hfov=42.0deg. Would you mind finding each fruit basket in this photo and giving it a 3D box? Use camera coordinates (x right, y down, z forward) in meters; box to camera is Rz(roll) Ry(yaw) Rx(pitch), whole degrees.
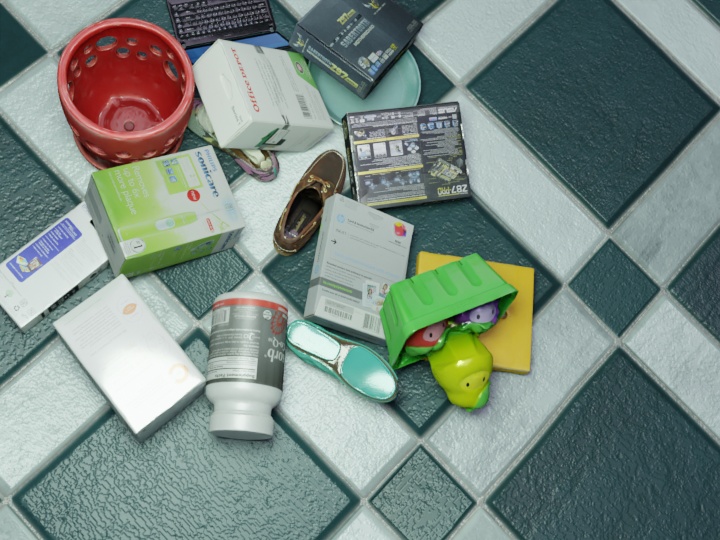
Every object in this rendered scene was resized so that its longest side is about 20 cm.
[{"bbox_3d":[0.144,0.105,1.417,0.212,0.156,0.218,5,60,-9],"label":"fruit basket"}]

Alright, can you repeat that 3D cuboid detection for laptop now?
[{"bbox_3d":[-0.224,-0.429,1.561,0.175,0.103,0.203,-14,83,-15],"label":"laptop"}]

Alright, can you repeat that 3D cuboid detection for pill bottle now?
[{"bbox_3d":[-0.169,0.142,1.385,0.114,0.116,0.203,5,72,-9],"label":"pill bottle"}]

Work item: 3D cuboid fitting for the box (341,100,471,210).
[{"bbox_3d":[0.077,-0.188,1.552,0.197,0.049,0.164,-9,89,-13],"label":"box"}]

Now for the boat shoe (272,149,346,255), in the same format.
[{"bbox_3d":[-0.076,-0.116,1.510,0.070,0.070,0.202,26,68,-1],"label":"boat shoe"}]

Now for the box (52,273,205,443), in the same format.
[{"bbox_3d":[-0.334,0.130,1.367,0.124,0.098,0.201,-37,82,-19],"label":"box"}]

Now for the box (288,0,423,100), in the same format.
[{"bbox_3d":[-0.005,-0.394,1.558,0.157,0.051,0.201,36,51,1],"label":"box"}]

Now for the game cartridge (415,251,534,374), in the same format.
[{"bbox_3d":[0.182,0.069,1.523,0.197,0.032,0.179,8,71,-6],"label":"game cartridge"}]

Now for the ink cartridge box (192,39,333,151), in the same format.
[{"bbox_3d":[-0.154,-0.272,1.482,0.199,0.084,0.148,-5,68,-52],"label":"ink cartridge box"}]

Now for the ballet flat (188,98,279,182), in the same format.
[{"bbox_3d":[-0.209,-0.222,1.517,0.199,0.071,0.069,40,73,4],"label":"ballet flat"}]

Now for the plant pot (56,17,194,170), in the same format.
[{"bbox_3d":[-0.354,-0.254,1.440,0.197,0.183,0.203,3,72,-9],"label":"plant pot"}]

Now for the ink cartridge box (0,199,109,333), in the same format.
[{"bbox_3d":[-0.461,-0.008,1.418,0.200,0.039,0.100,-41,84,-18],"label":"ink cartridge box"}]

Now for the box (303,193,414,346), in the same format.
[{"bbox_3d":[0.000,0.000,1.474,0.154,0.041,0.203,20,70,-28],"label":"box"}]

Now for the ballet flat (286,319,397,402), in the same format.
[{"bbox_3d":[-0.025,0.137,1.433,0.198,0.070,0.068,29,81,12],"label":"ballet flat"}]

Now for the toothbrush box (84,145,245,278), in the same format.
[{"bbox_3d":[-0.298,-0.090,1.429,0.198,0.086,0.147,-17,75,-31],"label":"toothbrush box"}]

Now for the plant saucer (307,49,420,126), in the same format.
[{"bbox_3d":[0.004,-0.322,1.608,0.197,0.036,0.203,3,72,-10],"label":"plant saucer"}]
